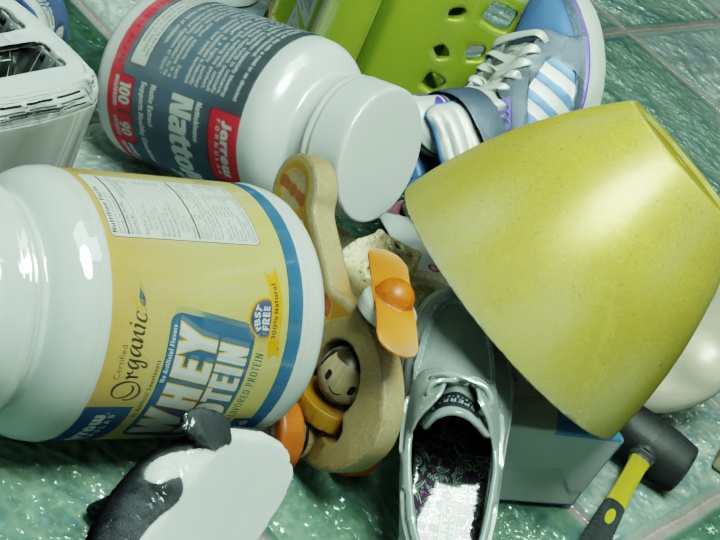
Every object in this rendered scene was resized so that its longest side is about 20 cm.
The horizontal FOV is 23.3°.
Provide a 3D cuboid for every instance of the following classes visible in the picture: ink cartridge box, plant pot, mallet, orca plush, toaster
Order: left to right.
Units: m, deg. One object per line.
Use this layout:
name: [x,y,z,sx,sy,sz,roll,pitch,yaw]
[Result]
toaster: [-0.243,-0.079,0.999,0.114,0.129,0.200,41,31,18]
orca plush: [-0.110,0.139,0.896,0.200,0.071,0.106,-56,133,-51]
plant pot: [0.035,-0.199,1.379,0.181,0.200,0.200,13,34,-20]
ink cartridge box: [0.074,0.057,1.154,0.115,0.068,0.200,11,37,-33]
plant pot: [0.145,-0.019,1.063,0.200,0.142,0.200,46,15,-16]
mallet: [0.160,0.145,1.140,0.066,0.041,0.200,40,35,12]

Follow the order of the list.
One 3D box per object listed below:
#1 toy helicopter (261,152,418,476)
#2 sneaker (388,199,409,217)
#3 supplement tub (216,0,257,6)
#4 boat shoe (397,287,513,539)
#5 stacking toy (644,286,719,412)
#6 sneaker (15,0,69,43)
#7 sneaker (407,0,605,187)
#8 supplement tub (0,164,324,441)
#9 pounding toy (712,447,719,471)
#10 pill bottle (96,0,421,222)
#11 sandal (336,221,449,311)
toy helicopter: [-0.015,0.018,1.018,0.079,0.132,0.201,7,61,-36]
sneaker: [0.117,-0.042,1.317,0.199,0.096,0.079,7,36,-38]
supplement tub: [-0.095,-0.336,1.446,0.131,0.200,0.132,23,31,-14]
boat shoe: [0.056,0.094,0.996,0.070,0.072,0.202,6,64,-3]
stacking toy: [0.228,0.021,1.328,0.146,0.146,0.200,35,12,6]
sneaker: [-0.236,-0.158,1.143,0.088,0.075,0.200,59,6,14]
sneaker: [0.088,-0.122,1.206,0.146,0.080,0.201,16,76,-35]
supplement tub: [-0.135,0.019,0.939,0.199,0.145,0.145,3,41,-40]
pounding toy: [0.371,0.099,1.283,0.142,0.200,0.184,35,44,5]
pill bottle: [-0.065,-0.105,1.150,0.199,0.120,0.119,22,22,32]
sandal: [-0.004,0.005,1.103,0.211,0.078,0.070,34,-9,42]
